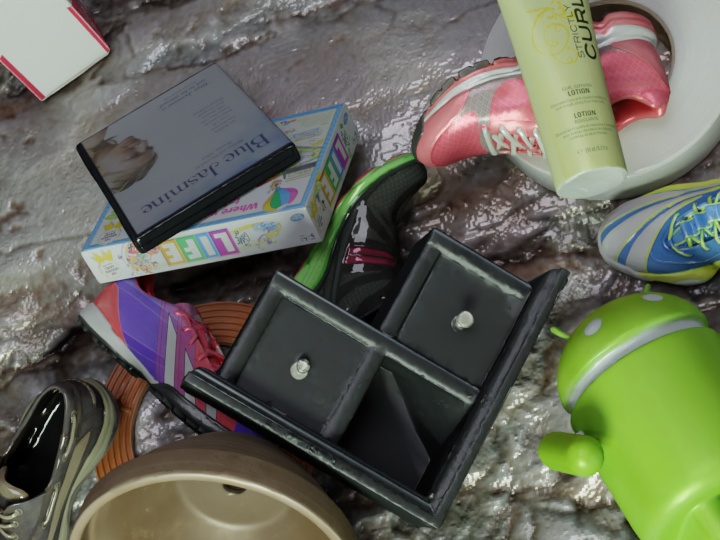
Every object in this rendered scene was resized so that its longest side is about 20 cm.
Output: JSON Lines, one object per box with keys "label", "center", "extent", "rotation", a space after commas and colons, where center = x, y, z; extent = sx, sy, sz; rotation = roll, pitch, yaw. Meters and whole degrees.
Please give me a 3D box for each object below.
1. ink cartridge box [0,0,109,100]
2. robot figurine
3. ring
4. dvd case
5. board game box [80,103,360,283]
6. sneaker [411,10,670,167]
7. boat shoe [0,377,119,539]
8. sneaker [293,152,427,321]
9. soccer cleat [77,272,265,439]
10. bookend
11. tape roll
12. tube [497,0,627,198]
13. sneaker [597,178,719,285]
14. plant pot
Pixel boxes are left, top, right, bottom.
{"label": "ink cartridge box", "center": [-0.323, -0.274, 1.293], "extent": [0.084, 0.145, 0.201], "rotation": [-34, 61, 3]}
{"label": "robot figurine", "center": [0.205, 0.101, 0.956], "extent": [0.174, 0.116, 0.201], "rotation": [-23, 59, -9]}
{"label": "ring", "center": [-0.121, 0.117, 1.125], "extent": [0.198, 0.019, 0.203], "rotation": [-8, 65, 17]}
{"label": "dvd case", "center": [-0.143, -0.095, 1.163], "extent": [0.142, 0.018, 0.200], "rotation": [-31, 35, -8]}
{"label": "board game box", "center": [-0.109, -0.061, 1.142], "extent": [0.198, 0.034, 0.135], "rotation": [-10, 37, 24]}
{"label": "sneaker", "center": [0.132, -0.114, 1.059], "extent": [0.198, 0.074, 0.087], "rotation": [-24, 64, 9]}
{"label": "boat shoe", "center": [-0.260, 0.171, 1.113], "extent": [0.074, 0.073, 0.202], "rotation": [20, 85, 29]}
{"label": "sneaker", "center": [0.000, 0.000, 1.112], "extent": [0.083, 0.077, 0.201], "rotation": [31, 75, -2]}
{"label": "soccer cleat", "center": [-0.132, 0.068, 1.104], "extent": [0.199, 0.068, 0.073], "rotation": [37, 79, 31]}
{"label": "bookend", "center": [0.009, 0.044, 1.018], "extent": [0.198, 0.092, 0.201], "rotation": [31, 78, -4]}
{"label": "tape roll", "center": [0.190, -0.152, 1.117], "extent": [0.201, 0.037, 0.205], "rotation": [-7, 66, 17]}
{"label": "tube", "center": [0.137, -0.151, 1.016], "extent": [0.052, 0.058, 0.202], "rotation": [-27, 65, 38]}
{"label": "sneaker", "center": [0.258, -0.044, 1.006], "extent": [0.198, 0.105, 0.077], "rotation": [-6, 66, 17]}
{"label": "plant pot", "center": [-0.095, 0.178, 1.011], "extent": [0.199, 0.202, 0.093], "rotation": [-11, 36, 15]}
